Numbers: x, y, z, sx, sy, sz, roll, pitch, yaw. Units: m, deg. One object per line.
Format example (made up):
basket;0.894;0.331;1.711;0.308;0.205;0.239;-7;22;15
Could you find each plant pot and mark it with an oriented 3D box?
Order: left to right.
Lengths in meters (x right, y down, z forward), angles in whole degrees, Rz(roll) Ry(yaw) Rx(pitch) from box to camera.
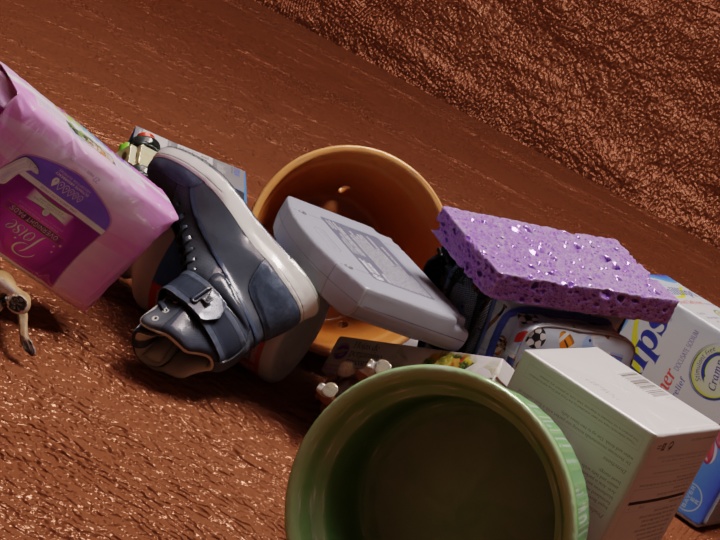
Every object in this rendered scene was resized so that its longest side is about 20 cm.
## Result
plant pot;-0.023;-0.015;1.728;0.199;0.201;0.140;23;-6;-10

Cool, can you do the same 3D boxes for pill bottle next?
pill bottle;-0.134;0.006;1.591;0.199;0.113;0.112;28;14;15

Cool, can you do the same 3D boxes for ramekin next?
ramekin;0.058;0.163;1.196;0.200;0.201;0.098;30;7;18

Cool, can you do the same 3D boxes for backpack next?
backpack;0.141;0.092;1.605;0.199;0.191;0.154;11;25;-30

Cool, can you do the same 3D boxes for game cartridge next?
game cartridge;0.000;0.000;1.549;0.133;0.041;0.200;25;13;-30

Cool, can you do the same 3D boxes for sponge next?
sponge;0.170;-0.003;1.554;0.199;0.030;0.112;10;26;-32

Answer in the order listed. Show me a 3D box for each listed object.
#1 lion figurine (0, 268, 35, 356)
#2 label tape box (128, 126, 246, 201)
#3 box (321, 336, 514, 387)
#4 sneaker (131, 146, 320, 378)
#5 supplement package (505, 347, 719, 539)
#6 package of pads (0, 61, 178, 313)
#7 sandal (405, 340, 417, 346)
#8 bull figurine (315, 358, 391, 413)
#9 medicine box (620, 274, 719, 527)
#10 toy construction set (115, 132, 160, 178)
lion figurine;-0.332;-0.003;1.399;0.200;0.073;0.123;38;4;-9
label tape box;-0.167;-0.077;1.933;0.199;0.064;0.144;23;15;-10
box;0.052;0.091;1.530;0.199;0.039;0.041;5;-32;47
sneaker;-0.151;-0.004;1.488;0.202;0.146;0.077;47;-23;21
supplement package;0.149;0.171;1.300;0.121;0.201;0.120;34;17;29
package of pads;-0.253;-0.061;1.417;0.200;0.121;0.076;39;7;-42
sandal;0.000;0.017;1.854;0.206;0.079;0.059;34;11;29
bull figurine;0.050;0.138;1.495;0.199;0.065;0.122;22;-22;15
medicine box;0.324;0.128;1.801;0.200;0.183;0.103;34;16;30
toy construction set;-0.211;-0.064;1.703;0.199;0.131;0.093;12;63;-43
